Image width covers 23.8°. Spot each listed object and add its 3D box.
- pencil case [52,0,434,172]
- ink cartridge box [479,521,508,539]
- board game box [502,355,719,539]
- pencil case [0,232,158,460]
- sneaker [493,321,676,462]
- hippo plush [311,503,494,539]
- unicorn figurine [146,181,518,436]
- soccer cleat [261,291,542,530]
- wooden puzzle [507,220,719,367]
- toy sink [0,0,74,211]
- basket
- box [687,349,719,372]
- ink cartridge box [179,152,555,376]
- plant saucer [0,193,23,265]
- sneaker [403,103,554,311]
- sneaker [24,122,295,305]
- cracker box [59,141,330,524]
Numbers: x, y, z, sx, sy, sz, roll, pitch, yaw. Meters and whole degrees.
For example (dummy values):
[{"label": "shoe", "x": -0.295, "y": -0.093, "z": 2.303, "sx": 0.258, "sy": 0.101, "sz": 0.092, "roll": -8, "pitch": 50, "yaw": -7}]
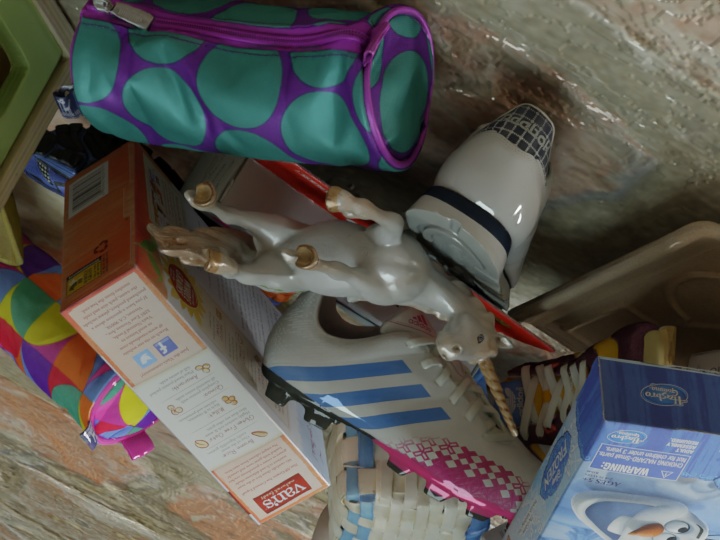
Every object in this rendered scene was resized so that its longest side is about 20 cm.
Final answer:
[{"label": "pencil case", "x": -0.060, "y": -0.105, "z": 0.899, "sx": 0.198, "sy": 0.086, "sz": 0.093, "roll": 9, "pitch": 151, "yaw": 27}, {"label": "ink cartridge box", "x": 0.155, "y": 0.190, "z": 1.162, "sx": 0.041, "sy": 0.198, "sz": 0.200, "roll": 62, "pitch": 161, "yaw": 23}, {"label": "board game box", "x": 0.188, "y": 0.132, "z": 0.898, "sx": 0.198, "sy": 0.044, "sz": 0.200, "roll": 8, "pitch": 140, "yaw": -8}, {"label": "pencil case", "x": -0.219, "y": 0.049, "z": 1.236, "sx": 0.200, "sy": 0.088, "sz": 0.089, "roll": 39, "pitch": 163, "yaw": 31}, {"label": "sneaker", "x": 0.123, "y": 0.081, "z": 0.983, "sx": 0.089, "sy": 0.076, "sz": 0.200, "roll": 10, "pitch": 155, "yaw": 0}, {"label": "hippo plush", "x": 0.040, "y": 0.259, "z": 1.389, "sx": 0.160, "sy": 0.160, "sz": 0.200, "roll": 20, "pitch": 152, "yaw": 10}, {"label": "unicorn figurine", "x": -0.007, "y": 0.000, "z": 0.909, "sx": 0.199, "sy": 0.074, "sz": 0.137, "roll": 26, "pitch": 179, "yaw": 35}, {"label": "soccer cleat", "x": 0.039, "y": 0.073, "z": 0.968, "sx": 0.199, "sy": 0.087, "sz": 0.070, "roll": 28, "pitch": -172, "yaw": 7}, {"label": "wooden puzzle", "x": 0.210, "y": 0.035, "z": 0.979, "sx": 0.199, "sy": 0.047, "sz": 0.185, "roll": 28, "pitch": 154, "yaw": -18}, {"label": "toy sink", "x": -0.257, "y": -0.092, "z": 0.957, "sx": 0.111, "sy": 0.201, "sz": 0.131, "roll": 10, "pitch": 149, "yaw": 26}, {"label": "basket", "x": 0.077, "y": 0.131, "z": 1.162, "sx": 0.198, "sy": 0.140, "sz": 0.177, "roll": 6, "pitch": 153, "yaw": -6}, {"label": "box", "x": 0.294, "y": 0.092, "z": 0.940, "sx": 0.199, "sy": 0.037, "sz": 0.144, "roll": 31, "pitch": 152, "yaw": -32}, {"label": "ink cartridge box", "x": 0.000, "y": 0.000, "z": 1.019, "sx": 0.199, "sy": 0.044, "sz": 0.173, "roll": 35, "pitch": 176, "yaw": -20}, {"label": "plant saucer", "x": -0.323, "y": -0.099, "z": 1.167, "sx": 0.198, "sy": 0.049, "sz": 0.200, "roll": 20, "pitch": 153, "yaw": 10}, {"label": "sneaker", "x": 0.071, "y": -0.034, "z": 0.938, "sx": 0.076, "sy": 0.081, "sz": 0.200, "roll": 31, "pitch": 173, "yaw": 1}, {"label": "sneaker", "x": -0.135, "y": -0.020, "z": 1.093, "sx": 0.199, "sy": 0.076, "sz": 0.079, "roll": 34, "pitch": 112, "yaw": -16}, {"label": "cracker box", "x": -0.098, "y": 0.038, "z": 1.017, "sx": 0.057, "sy": 0.134, "sz": 0.200, "roll": -30, "pitch": 123, "yaw": 13}]
